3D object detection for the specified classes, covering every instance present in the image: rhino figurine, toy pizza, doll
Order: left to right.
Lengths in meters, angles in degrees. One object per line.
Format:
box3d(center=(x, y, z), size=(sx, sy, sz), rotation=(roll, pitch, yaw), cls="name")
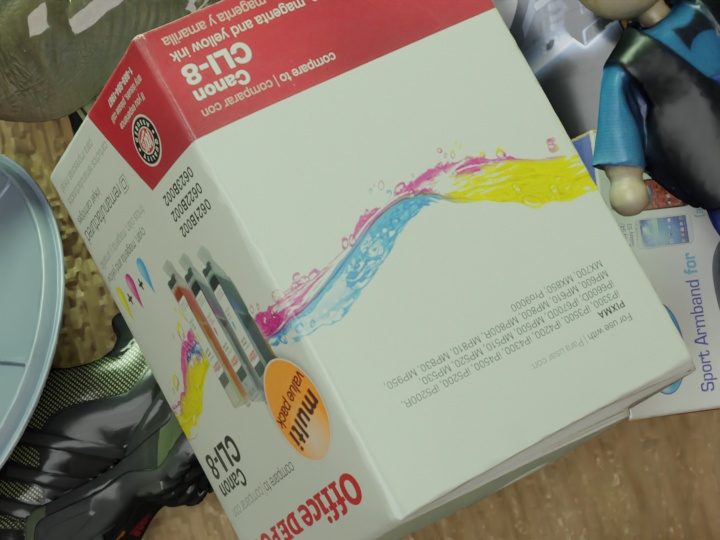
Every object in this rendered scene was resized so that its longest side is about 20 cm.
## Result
box3d(center=(-0.199, 0.040, 1.021), size=(0.200, 0.032, 0.201), rotation=(-18, 57, 30), cls="toy pizza")
box3d(center=(-0.127, -0.108, 0.976), size=(0.199, 0.060, 0.088), rotation=(-21, 85, -7), cls="rhino figurine")
box3d(center=(0.155, -0.057, 0.928), size=(0.136, 0.048, 0.200), rotation=(-42, 91, -24), cls="doll")

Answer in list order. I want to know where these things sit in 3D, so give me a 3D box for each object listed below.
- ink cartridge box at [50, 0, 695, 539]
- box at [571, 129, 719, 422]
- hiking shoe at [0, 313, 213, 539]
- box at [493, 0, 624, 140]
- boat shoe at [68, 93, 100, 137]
box3d(center=(0.000, 0.000, 0.901), size=(0.144, 0.145, 0.201), rotation=(-25, 81, -27), cls="ink cartridge box")
box3d(center=(0.168, -0.005, 0.969), size=(0.199, 0.041, 0.120), rotation=(-7, 86, -15), cls="box")
box3d(center=(-0.140, 0.092, 1.032), size=(0.200, 0.076, 0.101), rotation=(-40, 68, -2), cls="hiking shoe")
box3d(center=(0.042, -0.073, 1.020), size=(0.160, 0.044, 0.201), rotation=(-22, 88, 8), cls="box")
box3d(center=(-0.070, -0.027, 1.012), size=(0.074, 0.062, 0.200), rotation=(-28, 71, -17), cls="boat shoe")
